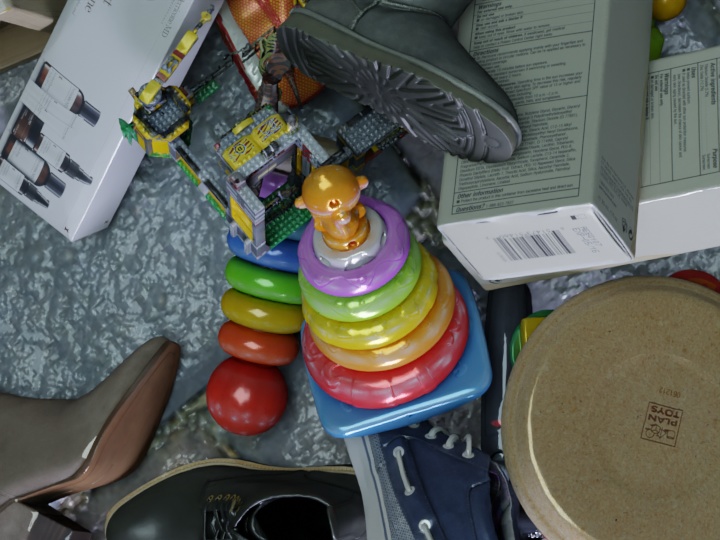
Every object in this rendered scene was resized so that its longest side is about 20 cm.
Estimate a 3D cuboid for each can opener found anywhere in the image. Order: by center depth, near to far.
[{"bbox_3d":[0.090,0.102,1.693,0.078,0.063,0.201,5,90,2],"label":"can opener"}]

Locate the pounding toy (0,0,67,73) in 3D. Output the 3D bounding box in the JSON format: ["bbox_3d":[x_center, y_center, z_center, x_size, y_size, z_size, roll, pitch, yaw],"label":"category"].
[{"bbox_3d":[-0.314,-0.193,1.736,0.199,0.184,0.143,-21,84,13],"label":"pounding toy"}]

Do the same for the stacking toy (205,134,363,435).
[{"bbox_3d":[-0.061,0.010,1.730,0.085,0.085,0.201,16,98,14],"label":"stacking toy"}]

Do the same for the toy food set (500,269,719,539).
[{"bbox_3d":[0.185,0.097,1.655,0.199,0.049,0.199,-1,82,-7],"label":"toy food set"}]

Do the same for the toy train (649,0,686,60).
[{"bbox_3d":[0.192,-0.178,1.668,0.199,0.085,0.116,22,105,13],"label":"toy train"}]

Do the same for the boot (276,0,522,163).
[{"bbox_3d":[0.068,-0.176,1.565,0.182,0.073,0.200,32,66,22],"label":"boot"}]

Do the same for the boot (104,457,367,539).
[{"bbox_3d":[-0.087,0.159,1.698,0.199,0.138,0.078,-12,87,15],"label":"boot"}]

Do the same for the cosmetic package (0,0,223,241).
[{"bbox_3d":[-0.167,-0.124,1.733,0.082,0.051,0.200,36,118,13],"label":"cosmetic package"}]

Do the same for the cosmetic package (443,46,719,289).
[{"bbox_3d":[0.155,-0.063,1.635,0.199,0.073,0.104,-10,59,23],"label":"cosmetic package"}]

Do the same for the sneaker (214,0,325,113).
[{"bbox_3d":[-0.077,-0.201,1.746,0.077,0.073,0.200,-30,89,-4],"label":"sneaker"}]

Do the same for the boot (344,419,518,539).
[{"bbox_3d":[0.047,0.123,1.668,0.090,0.073,0.201,-27,55,21],"label":"boot"}]

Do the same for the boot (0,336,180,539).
[{"bbox_3d":[-0.224,0.110,1.774,0.146,0.070,0.200,24,80,26],"label":"boot"}]

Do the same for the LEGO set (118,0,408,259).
[{"bbox_3d":[-0.044,-0.109,1.622,0.200,0.116,0.154,-29,77,-10],"label":"LEGO set"}]

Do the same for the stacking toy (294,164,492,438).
[{"bbox_3d":[0.000,0.000,1.606,0.116,0.200,0.110,-18,51,5],"label":"stacking toy"}]

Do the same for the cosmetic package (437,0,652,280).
[{"bbox_3d":[0.112,-0.102,1.579,0.103,0.073,0.201,-7,59,27],"label":"cosmetic package"}]
